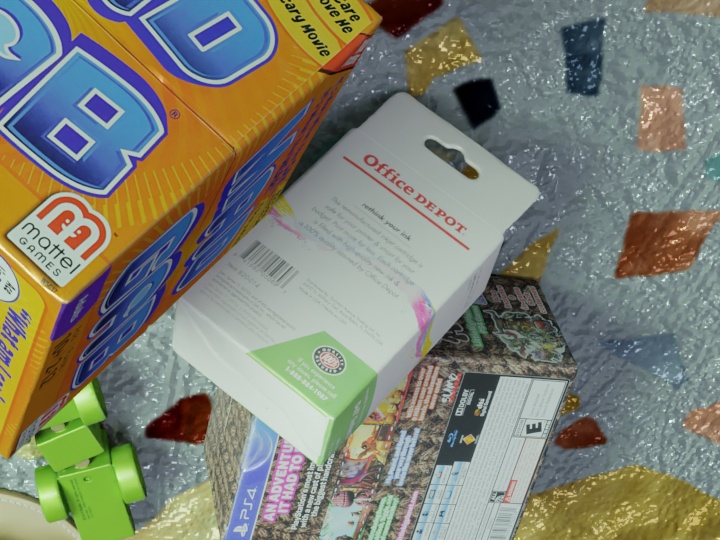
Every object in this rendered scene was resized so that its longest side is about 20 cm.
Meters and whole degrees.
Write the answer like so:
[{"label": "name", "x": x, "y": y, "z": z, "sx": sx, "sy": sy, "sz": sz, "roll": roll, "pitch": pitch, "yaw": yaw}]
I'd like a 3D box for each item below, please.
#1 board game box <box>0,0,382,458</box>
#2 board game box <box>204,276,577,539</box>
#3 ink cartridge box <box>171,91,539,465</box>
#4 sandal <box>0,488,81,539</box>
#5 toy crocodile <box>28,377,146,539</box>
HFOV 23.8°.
[{"label": "board game box", "x": -0.150, "y": -0.076, "z": 0.778, "sx": 0.200, "sy": 0.200, "sz": 0.200, "roll": 43, "pitch": 151, "yaw": 3}, {"label": "board game box", "x": 0.014, "y": 0.089, "z": 1.101, "sx": 0.200, "sy": 0.097, "sz": 0.160, "roll": 5, "pitch": 123, "yaw": -17}, {"label": "ink cartridge box", "x": 0.000, "y": 0.000, "z": 0.989, "sx": 0.200, "sy": 0.117, "sz": 0.067, "roll": -45, "pitch": 163, "yaw": -27}, {"label": "sandal", "x": -0.205, "y": 0.222, "z": 1.160, "sx": 0.078, "sy": 0.070, "sz": 0.212, "roll": -42, "pitch": 123, "yaw": 16}, {"label": "toy crocodile", "x": -0.186, "y": 0.105, "z": 1.095, "sx": 0.067, "sy": 0.062, "sz": 0.200, "roll": -18, "pitch": 132, "yaw": -1}]
